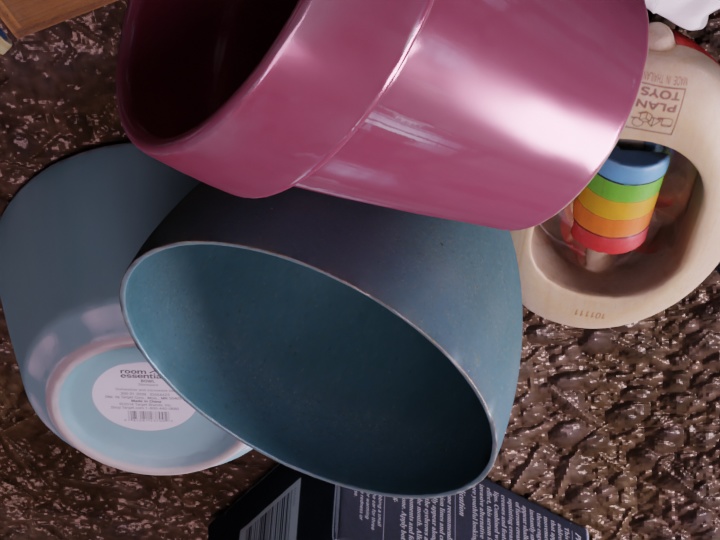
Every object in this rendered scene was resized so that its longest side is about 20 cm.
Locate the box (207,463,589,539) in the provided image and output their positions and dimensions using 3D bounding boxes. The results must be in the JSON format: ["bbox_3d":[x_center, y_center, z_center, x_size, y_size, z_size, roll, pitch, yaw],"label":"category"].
[{"bbox_3d":[0.023,0.198,1.441,0.199,0.108,0.148,29,130,-24],"label":"box"}]

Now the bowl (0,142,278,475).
[{"bbox_3d":[-0.109,0.037,1.281,0.199,0.106,0.202,1,137,1],"label":"bowl"}]

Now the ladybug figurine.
[{"bbox_3d":[0.131,-0.055,1.195,0.135,0.072,0.201,10,137,-6],"label":"ladybug figurine"}]

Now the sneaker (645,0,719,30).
[{"bbox_3d":[0.204,-0.175,1.076,0.199,0.078,0.099,-24,139,35],"label":"sneaker"}]

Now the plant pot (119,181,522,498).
[{"bbox_3d":[0.000,0.000,1.152,0.199,0.135,0.201,20,149,13],"label":"plant pot"}]

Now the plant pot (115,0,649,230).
[{"bbox_3d":[0.017,-0.108,1.008,0.178,0.201,0.200,24,133,-28],"label":"plant pot"}]

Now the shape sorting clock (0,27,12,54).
[{"bbox_3d":[-0.223,-0.171,1.020,0.039,0.200,0.200,-46,126,-4],"label":"shape sorting clock"}]

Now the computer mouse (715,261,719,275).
[{"bbox_3d":[0.272,-0.048,1.211,0.109,0.044,0.200,11,136,-39],"label":"computer mouse"}]

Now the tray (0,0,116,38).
[{"bbox_3d":[-0.102,-0.184,1.098,0.199,0.037,0.099,-17,133,21],"label":"tray"}]
